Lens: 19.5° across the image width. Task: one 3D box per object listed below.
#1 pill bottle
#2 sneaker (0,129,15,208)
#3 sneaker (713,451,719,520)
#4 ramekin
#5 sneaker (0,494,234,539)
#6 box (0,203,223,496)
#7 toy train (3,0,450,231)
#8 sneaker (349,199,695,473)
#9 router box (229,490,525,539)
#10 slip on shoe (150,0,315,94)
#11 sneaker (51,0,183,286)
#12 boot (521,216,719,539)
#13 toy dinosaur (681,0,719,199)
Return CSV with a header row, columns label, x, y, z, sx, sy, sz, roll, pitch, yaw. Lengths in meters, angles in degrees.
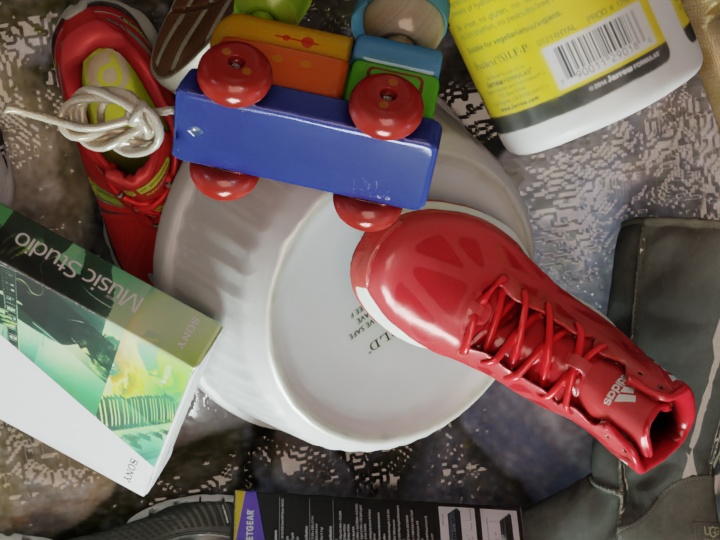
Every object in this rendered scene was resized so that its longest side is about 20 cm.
label,x,y,z,sx,sy,sz,roll,pitch,yaw
pill bottle,0.081,-0.168,1.030,0.111,0.111,0.201,-25,98,1
sneaker,-0.250,-0.092,1.058,0.075,0.115,0.200,-34,105,4
sneaker,0.242,0.066,1.176,0.106,0.075,0.201,17,107,-17
ramekin,0.000,0.000,1.080,0.201,0.094,0.204,-11,113,-27
sneaker,-0.133,0.174,1.147,0.199,0.091,0.067,-9,105,-4
box,-0.177,0.028,1.071,0.199,0.036,0.145,27,144,1
toy train,-0.056,-0.101,0.984,0.199,0.116,0.085,12,143,1
sneaker,0.094,0.033,1.019,0.199,0.115,0.079,24,94,-37
router box,0.000,0.213,1.150,0.156,0.052,0.201,4,128,-5
slip on shoe,-0.028,-0.163,1.078,0.061,0.076,0.201,42,77,-32
sneaker,-0.113,-0.044,1.099,0.077,0.085,0.201,-25,104,2
boot,0.140,0.072,1.150,0.072,0.181,0.202,4,85,-50
toy dinosaur,0.180,-0.148,1.092,0.101,0.058,0.201,-26,99,17
